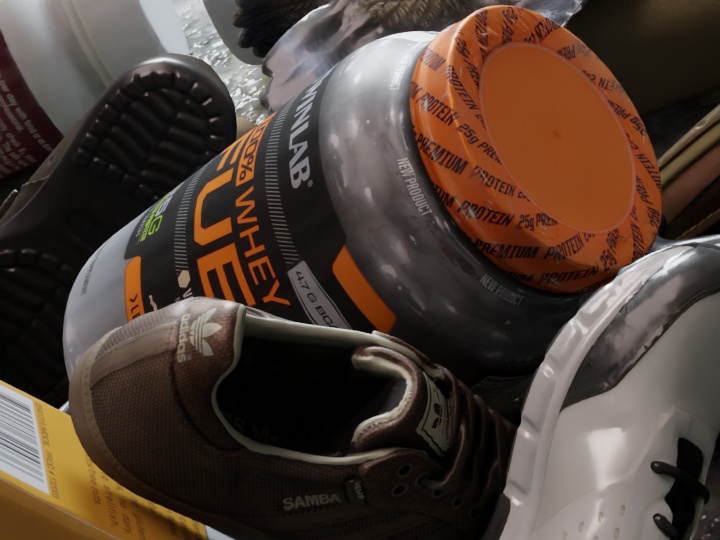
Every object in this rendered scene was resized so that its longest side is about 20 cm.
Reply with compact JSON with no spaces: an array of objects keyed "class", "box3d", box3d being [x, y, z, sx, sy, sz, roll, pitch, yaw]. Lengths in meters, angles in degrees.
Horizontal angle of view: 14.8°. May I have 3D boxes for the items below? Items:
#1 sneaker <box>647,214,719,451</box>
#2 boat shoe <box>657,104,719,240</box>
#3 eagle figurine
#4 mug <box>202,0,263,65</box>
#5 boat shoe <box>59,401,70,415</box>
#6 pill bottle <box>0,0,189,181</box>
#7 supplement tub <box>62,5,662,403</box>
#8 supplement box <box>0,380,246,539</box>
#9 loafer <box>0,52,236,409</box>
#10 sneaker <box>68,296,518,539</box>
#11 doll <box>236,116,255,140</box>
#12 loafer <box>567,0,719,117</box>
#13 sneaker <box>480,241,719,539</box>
[{"class":"sneaker","box3d":[0.142,0.015,0.905,0.199,0.072,0.083,12,63,46]},{"class":"boat shoe","box3d":[0.177,-0.051,0.984,0.200,0.068,0.072,-35,-6,20]},{"class":"eagle figurine","box3d":[0.040,-0.140,1.081,0.151,0.151,0.201,32,103,30]},{"class":"mug","box3d":[0.014,-0.194,1.200,0.174,0.201,0.148,-9,48,14]},{"class":"boat shoe","box3d":[-0.077,0.050,1.045,0.074,0.065,0.202,6,44,42]},{"class":"pill bottle","box3d":[-0.188,-0.094,1.292,0.199,0.115,0.114,-23,32,8]},{"class":"supplement tub","box3d":[0.000,0.000,0.940,0.200,0.122,0.123,-35,22,39]},{"class":"supplement box","box3d":[-0.078,0.097,0.848,0.067,0.199,0.069,-50,26,17]},{"class":"loafer","box3d":[-0.112,-0.010,1.120,0.200,0.073,0.071,-46,7,22]},{"class":"sneaker","box3d":[0.010,0.061,0.848,0.075,0.199,0.071,-27,52,48]},{"class":"doll","box3d":[0.026,-0.032,1.066,0.136,0.049,0.199,-1,7,-34]},{"class":"loafer","box3d":[0.121,-0.094,1.092,0.068,0.076,0.200,-51,22,-17]},{"class":"sneaker","box3d":[0.077,0.089,0.833,0.080,0.074,0.201,26,91,42]}]
